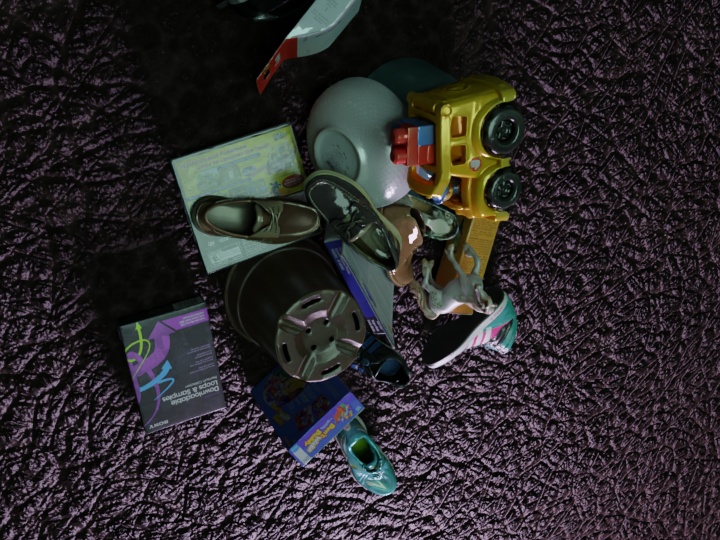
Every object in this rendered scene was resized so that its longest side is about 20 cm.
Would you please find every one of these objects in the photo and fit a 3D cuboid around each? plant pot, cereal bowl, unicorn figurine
[{"bbox_3d":[-0.096,0.064,1.378,0.197,0.198,0.203,-9,112,-22],"label":"plant pot"},{"bbox_3d":[0.103,-0.225,1.383,0.198,0.161,0.204,-9,113,-22],"label":"plant pot"},{"bbox_3d":[-0.009,-0.183,1.315,0.083,0.198,0.203,-35,125,-42],"label":"cereal bowl"},{"bbox_3d":[0.167,0.027,1.485,0.073,0.200,0.139,-7,72,-31],"label":"unicorn figurine"}]

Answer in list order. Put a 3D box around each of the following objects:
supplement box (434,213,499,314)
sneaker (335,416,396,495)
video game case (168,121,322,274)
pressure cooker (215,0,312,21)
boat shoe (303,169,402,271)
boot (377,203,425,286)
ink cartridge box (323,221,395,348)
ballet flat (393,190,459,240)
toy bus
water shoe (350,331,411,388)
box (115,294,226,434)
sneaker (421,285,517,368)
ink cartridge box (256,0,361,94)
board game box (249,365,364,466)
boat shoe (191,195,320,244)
[{"bbox_3d":[0.189,-0.027,1.557,0.068,0.066,0.203,5,108,-27],"label":"supplement box"},{"bbox_3d":[0.012,0.356,1.612,0.077,0.080,0.201,-37,121,-8],"label":"sneaker"},{"bbox_3d":[-0.175,-0.114,1.346,0.198,0.025,0.183,-20,103,-17],"label":"video game case"},{"bbox_3d":[-0.130,-0.444,1.178,0.179,0.175,0.201,-50,124,-20],"label":"pressure cooker"},{"bbox_3d":[-0.004,-0.072,1.288,0.073,0.065,0.199,-41,123,20],"label":"boat shoe"},{"bbox_3d":[0.076,-0.038,1.457,0.074,0.075,0.201,-3,145,12],"label":"boot"},{"bbox_3d":[0.000,0.000,1.404,0.040,0.201,0.201,-20,121,15],"label":"ink cartridge box"},{"bbox_3d":[0.089,-0.100,1.479,0.198,0.074,0.075,14,103,-29],"label":"ballet flat"},{"bbox_3d":[0.123,-0.162,1.236,0.190,0.135,0.203,-15,117,-24],"label":"toy bus"},{"bbox_3d":[0.011,0.147,1.530,0.198,0.079,0.072,24,98,-31],"label":"water shoe"},{"bbox_3d":[-0.303,0.154,1.407,0.141,0.036,0.203,-17,117,-19],"label":"box"},{"bbox_3d":[0.216,0.127,1.625,0.200,0.084,0.121,-41,130,11],"label":"sneaker"},{"bbox_3d":[-0.073,-0.331,1.256,0.047,0.160,0.201,37,90,-6],"label":"ink cartridge box"},{"bbox_3d":[-0.092,0.213,1.435,0.134,0.200,0.045,-42,122,-4],"label":"board game box"},{"bbox_3d":[-0.151,-0.074,1.307,0.197,0.072,0.077,-2,97,-20],"label":"boat shoe"}]
